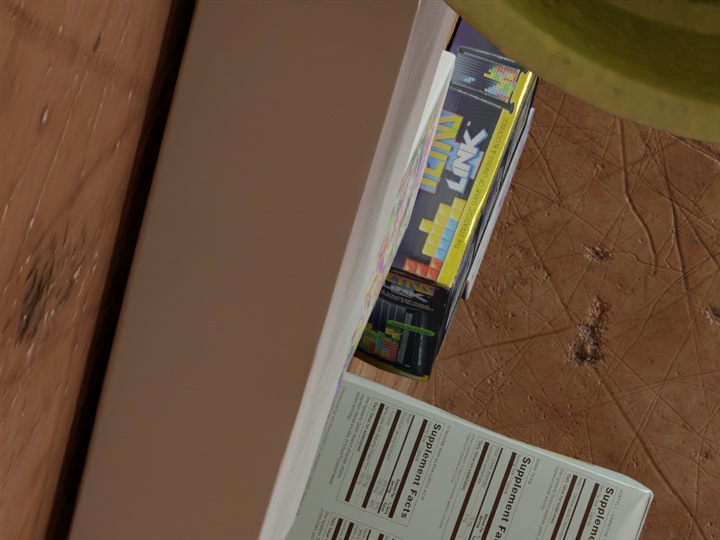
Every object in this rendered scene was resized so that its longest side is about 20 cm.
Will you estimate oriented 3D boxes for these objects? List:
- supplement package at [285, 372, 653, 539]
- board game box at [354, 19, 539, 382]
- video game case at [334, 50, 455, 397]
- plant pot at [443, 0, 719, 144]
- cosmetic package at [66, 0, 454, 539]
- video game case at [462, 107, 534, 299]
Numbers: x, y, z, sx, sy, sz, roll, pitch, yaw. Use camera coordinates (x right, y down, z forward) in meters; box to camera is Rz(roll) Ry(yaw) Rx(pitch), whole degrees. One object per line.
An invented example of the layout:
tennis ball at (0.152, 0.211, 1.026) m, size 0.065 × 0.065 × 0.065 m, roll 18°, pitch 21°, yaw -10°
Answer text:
supplement package at (0.053, 0.162, 1.176) m, size 0.191 × 0.200 × 0.147 m, roll 58°, pitch 52°, yaw -85°
board game box at (0.056, -0.051, 1.208) m, size 0.165 × 0.057 × 0.200 m, roll 95°, pitch 16°, yaw -66°
video game case at (0.000, 0.000, 0.988) m, size 0.143 × 0.018 × 0.200 m, roll 105°, pitch 7°, yaw -50°
plant pot at (0.084, -0.149, 0.426) m, size 0.184 × 0.200 × 0.201 m, roll -92°, pitch -161°, yaw -69°
cosmetic package at (-0.025, -0.001, 0.470) m, size 0.083 × 0.051 × 0.200 m, roll -66°, pitch 174°, yaw -61°
video game case at (0.120, -0.070, 1.957) m, size 0.200 × 0.045 × 0.181 m, roll 70°, pitch 41°, yaw -83°
